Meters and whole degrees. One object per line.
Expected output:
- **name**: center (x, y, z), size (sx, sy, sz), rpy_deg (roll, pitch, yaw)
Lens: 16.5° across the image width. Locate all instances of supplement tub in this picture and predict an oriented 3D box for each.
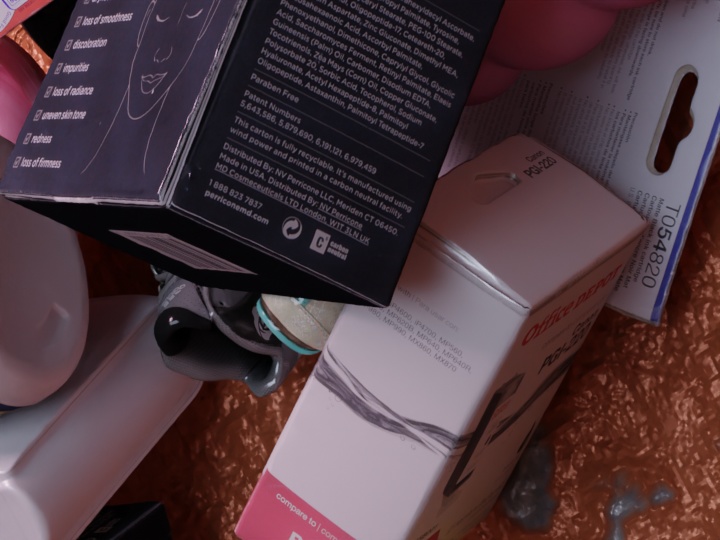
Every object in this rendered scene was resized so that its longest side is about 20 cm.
- **supplement tub**: center (-0.255, 0.022, 1.277), size (0.199, 0.144, 0.146), rpy_deg (-19, 75, 24)

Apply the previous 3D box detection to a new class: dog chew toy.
- **dog chew toy**: center (0.085, -0.154, 1.187), size (0.200, 0.124, 0.125), rpy_deg (-43, 64, 32)

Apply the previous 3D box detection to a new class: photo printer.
- **photo printer**: center (-0.184, 0.085, 1.351), size (0.165, 0.200, 0.070), rpy_deg (-11, 115, 35)

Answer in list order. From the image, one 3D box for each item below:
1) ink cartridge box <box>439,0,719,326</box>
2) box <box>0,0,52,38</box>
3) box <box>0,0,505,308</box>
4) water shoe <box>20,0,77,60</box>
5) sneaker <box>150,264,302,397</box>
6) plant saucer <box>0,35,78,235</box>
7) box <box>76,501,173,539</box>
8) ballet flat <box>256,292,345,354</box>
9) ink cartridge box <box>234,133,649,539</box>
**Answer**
- **ink cartridge box**: center (0.104, -0.094, 1.259), size (0.199, 0.040, 0.201), rpy_deg (23, 99, 32)
- **box**: center (-0.225, -0.148, 1.245), size (0.199, 0.095, 0.103), rpy_deg (-32, 106, 29)
- **box**: center (-0.045, -0.099, 1.121), size (0.200, 0.123, 0.198), rpy_deg (6, 74, 62)
- **water shoe**: center (-0.164, -0.183, 1.315), size (0.071, 0.079, 0.200), rpy_deg (-32, 109, 30)
- **sneaker**: center (-0.094, -0.017, 1.288), size (0.075, 0.116, 0.200), rpy_deg (-34, 105, 30)
- **plant saucer**: center (-0.233, -0.041, 1.375), size (0.199, 0.051, 0.202), rpy_deg (0, 89, 27)
- **box**: center (-0.190, 0.221, 1.358), size (0.199, 0.107, 0.150), rpy_deg (-8, 104, 32)
- **ballet flat**: center (0.000, 0.000, 1.243), size (0.067, 0.200, 0.062), rpy_deg (42, 102, 0)
- **ink cartridge box**: center (0.040, 0.049, 1.194), size (0.085, 0.145, 0.201), rpy_deg (34, 121, 16)
